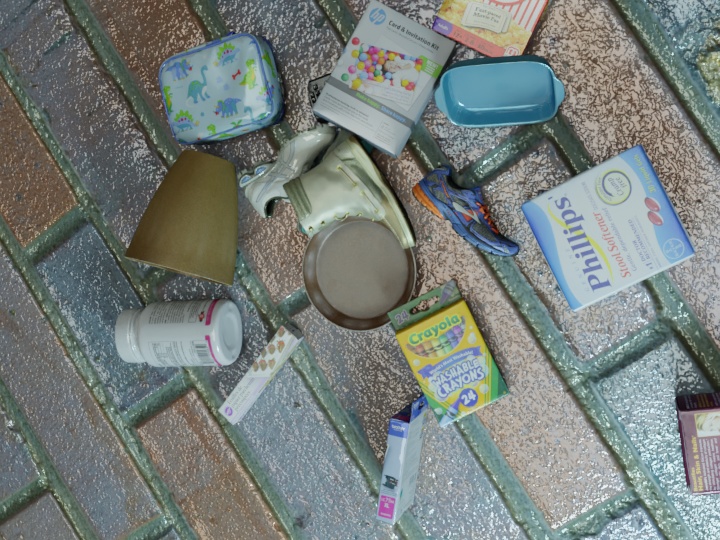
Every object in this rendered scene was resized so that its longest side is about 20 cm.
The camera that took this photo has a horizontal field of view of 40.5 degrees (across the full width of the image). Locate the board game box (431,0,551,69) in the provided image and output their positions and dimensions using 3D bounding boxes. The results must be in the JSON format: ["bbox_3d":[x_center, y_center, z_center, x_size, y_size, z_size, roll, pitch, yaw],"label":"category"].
[{"bbox_3d":[0.220,-0.434,1.512,0.151,0.046,0.201,27,103,12],"label":"board game box"}]

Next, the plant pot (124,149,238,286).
[{"bbox_3d":[-0.280,-0.093,1.639,0.185,0.186,0.202,13,86,15],"label":"plant pot"}]

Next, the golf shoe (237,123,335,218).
[{"bbox_3d":[-0.107,-0.162,1.616,0.199,0.078,0.098,-33,75,28],"label":"golf shoe"}]

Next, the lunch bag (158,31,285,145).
[{"bbox_3d":[-0.231,-0.305,1.640,0.198,0.082,0.162,-15,92,17],"label":"lunch bag"}]

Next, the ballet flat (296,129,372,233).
[{"bbox_3d":[-0.051,-0.154,1.621,0.064,0.067,0.201,46,107,36],"label":"ballet flat"}]

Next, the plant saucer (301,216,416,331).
[{"bbox_3d":[0.000,0.000,1.628,0.198,0.034,0.203,2,95,17],"label":"plant saucer"}]

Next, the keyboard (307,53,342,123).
[{"bbox_3d":[0.001,-0.317,1.593,0.198,0.040,0.105,-17,91,16],"label":"keyboard"}]

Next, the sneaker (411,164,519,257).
[{"bbox_3d":[0.174,-0.092,1.548,0.200,0.075,0.079,39,101,8],"label":"sneaker"}]

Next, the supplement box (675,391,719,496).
[{"bbox_3d":[0.577,0.249,1.446,0.198,0.103,0.132,-8,94,16],"label":"supplement box"}]

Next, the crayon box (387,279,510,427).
[{"bbox_3d":[0.140,0.133,1.571,0.125,0.052,0.201,-27,92,5],"label":"crayon box"}]

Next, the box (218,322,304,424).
[{"bbox_3d":[-0.172,0.179,1.694,0.039,0.041,0.201,40,104,9],"label":"box"}]

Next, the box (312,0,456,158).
[{"bbox_3d":[0.038,-0.303,1.549,0.155,0.041,0.201,30,90,6],"label":"box"}]

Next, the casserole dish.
[{"bbox_3d":[0.214,-0.280,1.507,0.198,0.039,0.122,-2,138,16],"label":"casserole dish"}]

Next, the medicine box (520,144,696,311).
[{"bbox_3d":[0.372,-0.065,1.475,0.199,0.103,0.183,-28,87,16],"label":"medicine box"}]

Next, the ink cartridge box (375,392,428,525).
[{"bbox_3d":[0.070,0.297,1.592,0.042,0.119,0.202,13,98,17],"label":"ink cartridge box"}]

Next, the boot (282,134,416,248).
[{"bbox_3d":[-0.016,-0.092,1.560,0.154,0.072,0.201,-33,95,7],"label":"boot"}]

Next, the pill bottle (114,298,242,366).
[{"bbox_3d":[-0.315,0.109,1.691,0.198,0.113,0.115,-3,95,16],"label":"pill bottle"}]
